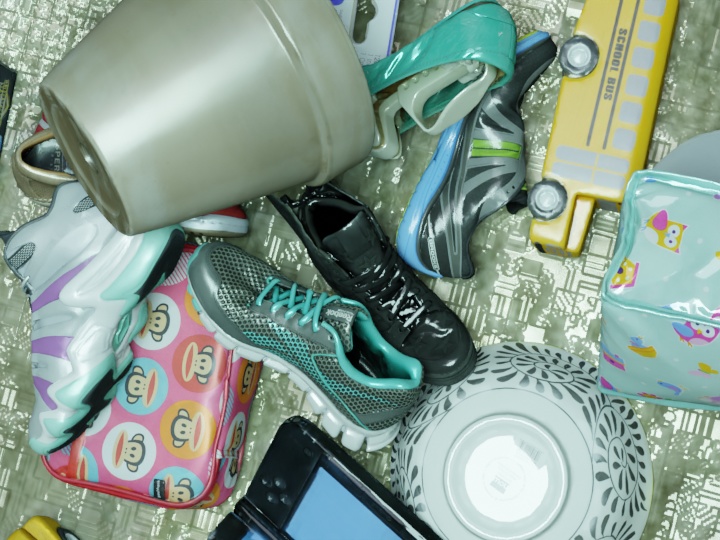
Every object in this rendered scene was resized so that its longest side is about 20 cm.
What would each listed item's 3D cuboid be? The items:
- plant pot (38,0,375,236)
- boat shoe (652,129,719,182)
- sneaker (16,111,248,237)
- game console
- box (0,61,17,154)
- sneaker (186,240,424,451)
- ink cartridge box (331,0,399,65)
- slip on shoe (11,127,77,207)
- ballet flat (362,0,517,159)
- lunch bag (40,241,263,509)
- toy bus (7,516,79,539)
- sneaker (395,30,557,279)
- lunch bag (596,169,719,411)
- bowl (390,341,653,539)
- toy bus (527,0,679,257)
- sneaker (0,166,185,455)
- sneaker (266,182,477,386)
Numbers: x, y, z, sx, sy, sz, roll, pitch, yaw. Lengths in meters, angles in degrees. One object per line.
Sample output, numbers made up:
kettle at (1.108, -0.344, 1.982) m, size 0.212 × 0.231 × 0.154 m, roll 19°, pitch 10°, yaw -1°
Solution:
plant pot at (-0.115, -0.117, 1.036) m, size 0.173 × 0.200 × 0.201 m, roll -33°, pitch 77°, yaw -16°
boat shoe at (0.298, -0.077, 1.103) m, size 0.199 × 0.066 × 0.072 m, roll -30°, pitch 56°, yaw 4°
sneaker at (-0.171, -0.095, 1.204) m, size 0.198 × 0.071 × 0.114 m, roll 15°, pitch 90°, yaw 16°
game console at (-0.033, 0.241, 1.109) m, size 0.200 × 0.116 × 0.177 m, roll 40°, pitch 134°, yaw 13°
box at (-0.399, -0.088, 1.266) m, size 0.196 × 0.050 × 0.203 m, roll 10°, pitch 87°, yaw 14°
sneaker at (-0.033, 0.039, 1.095) m, size 0.199 × 0.091 × 0.078 m, roll 38°, pitch 50°, yaw -7°
ink cartridge box at (-0.068, -0.211, 1.153) m, size 0.197 × 0.044 × 0.200 m, roll 9°, pitch 117°, yaw -3°
slip on shoe at (-0.160, -0.087, 1.137) m, size 0.197 × 0.061 × 0.077 m, roll -3°, pitch 76°, yaw -3°
ballet flat at (0.029, -0.123, 1.113) m, size 0.199 × 0.067 × 0.071 m, roll -28°, pitch 54°, yaw 28°
lunch bag at (-0.167, 0.075, 1.184) m, size 0.174 × 0.082 × 0.203 m, roll 10°, pitch 85°, yaw 17°
toy bus at (-0.204, 0.278, 1.158) m, size 0.200 × 0.078 × 0.065 m, roll 44°, pitch 94°, yaw 13°
sneaker at (0.098, -0.085, 1.152) m, size 0.082 × 0.071 × 0.201 m, roll 26°, pitch 91°, yaw 2°
lunch bag at (0.266, 0.027, 1.039) m, size 0.198 × 0.171 × 0.123 m, roll 10°, pitch 66°, yaw 13°
bowl at (0.110, 0.150, 1.104) m, size 0.198 × 0.094 × 0.204 m, roll -1°, pitch 84°, yaw 12°
toy bus at (0.178, -0.109, 1.133) m, size 0.077 × 0.065 × 0.203 m, roll 12°, pitch 86°, yaw 12°
sneaker at (-0.226, 0.021, 1.110) m, size 0.139 × 0.078 × 0.201 m, roll 30°, pitch 99°, yaw 10°
sneaker at (0.002, -0.002, 1.122) m, size 0.060 × 0.104 × 0.200 m, roll -41°, pitch 58°, yaw -8°
